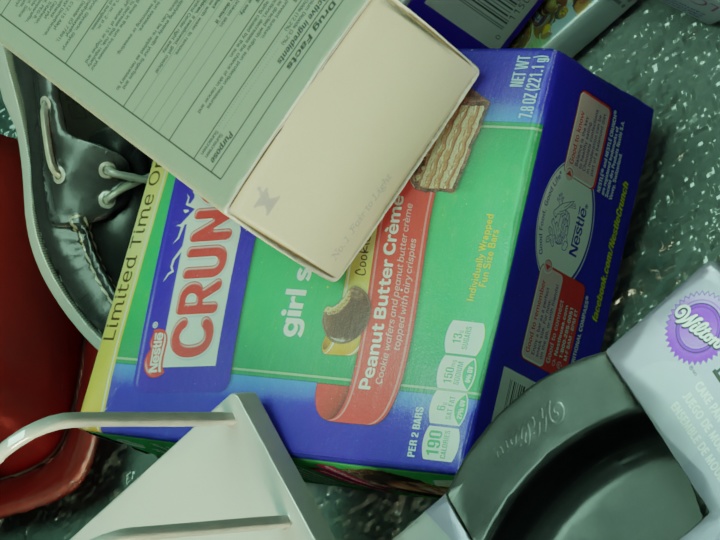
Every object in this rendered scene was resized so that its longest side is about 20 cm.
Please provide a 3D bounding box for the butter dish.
[{"bbox_3d":[-0.215,0.010,1.311,0.199,0.148,0.200,-16,57,37],"label":"butter dish"}]

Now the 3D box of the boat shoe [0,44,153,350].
[{"bbox_3d":[-0.108,-0.051,1.270,0.060,0.074,0.201,-50,50,49],"label":"boat shoe"}]

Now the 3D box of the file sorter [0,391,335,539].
[{"bbox_3d":[-0.075,0.166,1.046,0.139,0.124,0.201,-42,66,28],"label":"file sorter"}]

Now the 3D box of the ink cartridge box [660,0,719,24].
[{"bbox_3d":[0.127,-0.212,1.130,0.201,0.119,0.042,-68,12,-8],"label":"ink cartridge box"}]

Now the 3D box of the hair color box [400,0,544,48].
[{"bbox_3d":[0.016,-0.175,1.231,0.109,0.065,0.200,-51,41,10],"label":"hair color box"}]

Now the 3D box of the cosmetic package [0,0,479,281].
[{"bbox_3d":[-0.058,-0.090,1.134,0.104,0.073,0.200,-54,46,2],"label":"cosmetic package"}]

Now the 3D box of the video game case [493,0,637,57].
[{"bbox_3d":[0.033,-0.112,1.238,0.200,0.018,0.144,-41,44,20],"label":"video game case"}]

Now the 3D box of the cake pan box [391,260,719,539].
[{"bbox_3d":[0.109,0.123,0.980,0.184,0.052,0.200,-40,56,17],"label":"cake pan box"}]

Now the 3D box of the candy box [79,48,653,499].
[{"bbox_3d":[0.000,0.000,1.145,0.199,0.077,0.170,3,73,41],"label":"candy box"}]
